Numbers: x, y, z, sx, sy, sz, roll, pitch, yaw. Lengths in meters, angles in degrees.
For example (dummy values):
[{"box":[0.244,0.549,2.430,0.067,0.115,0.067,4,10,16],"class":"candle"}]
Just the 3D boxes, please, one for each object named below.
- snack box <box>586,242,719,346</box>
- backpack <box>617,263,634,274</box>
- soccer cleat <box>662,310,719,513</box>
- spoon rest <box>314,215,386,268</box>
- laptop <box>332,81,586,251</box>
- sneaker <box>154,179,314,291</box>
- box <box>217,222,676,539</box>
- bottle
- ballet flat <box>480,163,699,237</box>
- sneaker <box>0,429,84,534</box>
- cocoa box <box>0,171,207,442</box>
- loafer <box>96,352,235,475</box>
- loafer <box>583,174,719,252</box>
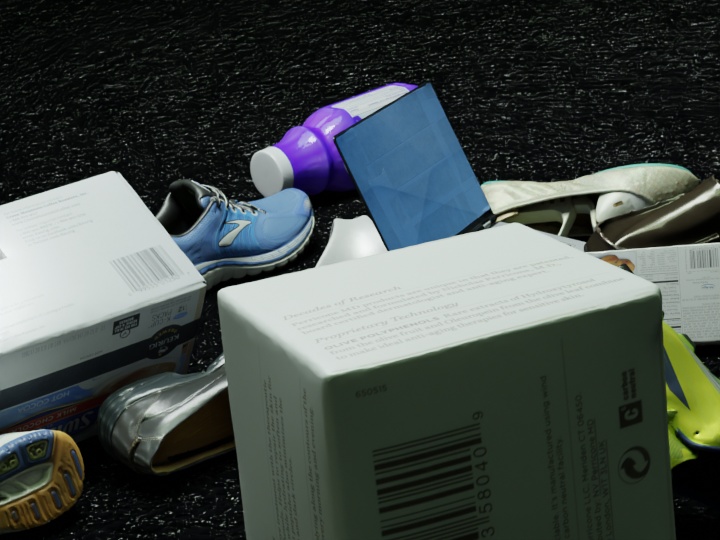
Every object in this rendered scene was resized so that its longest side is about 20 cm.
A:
[{"box":[0.168,0.023,1.546,0.199,0.072,0.024,-4,-8,12],"class":"snack box"},{"box":[0.071,0.073,1.351,0.200,0.127,0.167,-21,5,-36],"class":"backpack"},{"box":[0.172,0.079,1.253,0.200,0.065,0.084,35,48,2],"class":"soccer cleat"},{"box":[0.000,0.000,1.706,0.099,0.061,0.200,-8,17,-6],"class":"spoon rest"},{"box":[0.102,-0.053,1.665,0.200,0.116,0.187,14,24,21],"class":"laptop"},{"box":[-0.118,-0.039,1.825,0.078,0.089,0.200,12,27,44],"class":"sneaker"},{"box":[0.047,0.101,1.163,0.200,0.200,0.171,-13,19,-21],"class":"box"},{"box":[-0.015,-0.118,2.029,0.200,0.084,0.065,-22,23,-39],"class":"bottle"},{"box":[0.186,-0.044,1.790,0.199,0.068,0.062,-6,46,18],"class":"ballet flat"},{"box":[-0.278,0.154,1.370,0.200,0.075,0.088,-13,6,-36],"class":"sneaker"},{"box":[-0.231,0.041,1.504,0.200,0.131,0.133,-20,53,-32],"class":"cocoa box"},{"box":[-0.077,0.092,1.464,0.200,0.073,0.072,-25,32,-19],"class":"loafer"},{"box":[0.267,-0.043,1.680,0.200,0.071,0.073,-14,38,-19],"class":"loafer"}]
